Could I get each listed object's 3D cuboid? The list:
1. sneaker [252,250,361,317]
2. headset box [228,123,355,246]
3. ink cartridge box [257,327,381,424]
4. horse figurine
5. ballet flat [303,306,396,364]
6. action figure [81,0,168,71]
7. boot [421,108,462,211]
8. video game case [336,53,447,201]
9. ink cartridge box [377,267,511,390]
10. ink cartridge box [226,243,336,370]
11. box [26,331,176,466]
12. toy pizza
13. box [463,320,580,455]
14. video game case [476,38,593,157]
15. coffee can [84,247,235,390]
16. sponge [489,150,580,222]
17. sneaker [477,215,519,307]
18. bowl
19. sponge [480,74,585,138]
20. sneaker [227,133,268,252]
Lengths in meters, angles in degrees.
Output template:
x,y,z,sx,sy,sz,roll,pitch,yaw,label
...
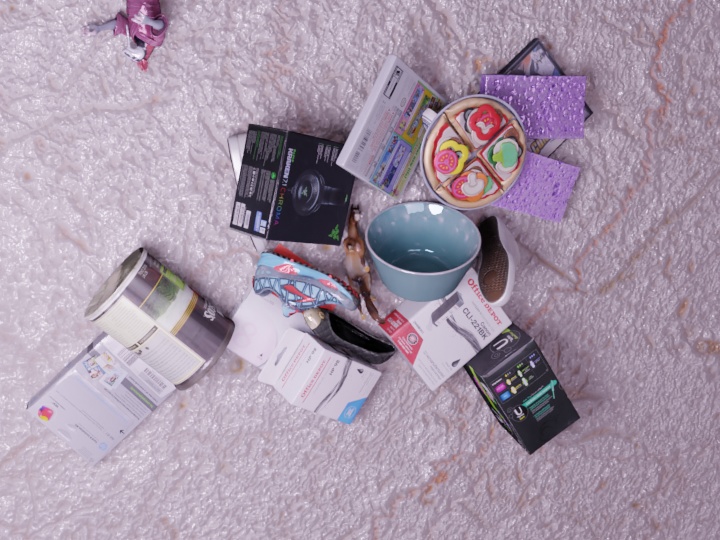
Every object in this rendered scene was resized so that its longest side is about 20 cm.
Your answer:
x,y,z,sx,sy,sz,roll,pitch,yaw,label
-0.093,0.041,1.481,0.199,0.079,0.096,21,87,22,sneaker
-0.101,-0.136,1.437,0.200,0.092,0.175,4,101,-52,headset box
-0.071,0.188,1.545,0.200,0.067,0.116,27,96,-43,ink cartridge box
0.000,0.000,1.539,0.050,0.133,0.201,-13,118,-2,horse figurine
-0.020,0.108,1.552,0.200,0.067,0.057,30,133,-33,ballet flat
-0.340,-0.412,1.361,0.149,0.133,0.201,-33,133,-51,action figure
0.149,-0.188,1.537,0.090,0.073,0.200,-44,123,2,boot
0.057,-0.237,1.482,0.182,0.022,0.201,25,91,-53,video game case
0.157,0.098,1.616,0.200,0.084,0.144,-40,110,-5,ink cartridge box
-0.136,0.081,1.548,0.162,0.057,0.200,34,97,-21,ink cartridge box
-0.440,0.213,1.496,0.200,0.041,0.156,-44,110,-3,box
0.197,-0.197,1.485,0.199,0.032,0.201,-6,112,-16,toy pizza
0.293,0.213,1.648,0.124,0.149,0.200,-35,110,-4,box
0.303,-0.286,1.595,0.200,0.025,0.181,-44,110,-2,video game case
-0.329,0.081,1.439,0.200,0.146,0.146,42,90,-21,coffee can
0.309,-0.159,1.594,0.199,0.030,0.112,10,106,-36,sponge
0.260,-0.006,1.565,0.073,0.201,0.085,-29,128,33,sneaker
0.107,-0.020,1.531,0.200,0.201,0.105,-11,131,-13,bowl
0.308,-0.292,1.558,0.199,0.030,0.112,-3,103,-15,sponge
-0.165,-0.132,1.472,0.084,0.073,0.201,-12,105,-10,sneaker
